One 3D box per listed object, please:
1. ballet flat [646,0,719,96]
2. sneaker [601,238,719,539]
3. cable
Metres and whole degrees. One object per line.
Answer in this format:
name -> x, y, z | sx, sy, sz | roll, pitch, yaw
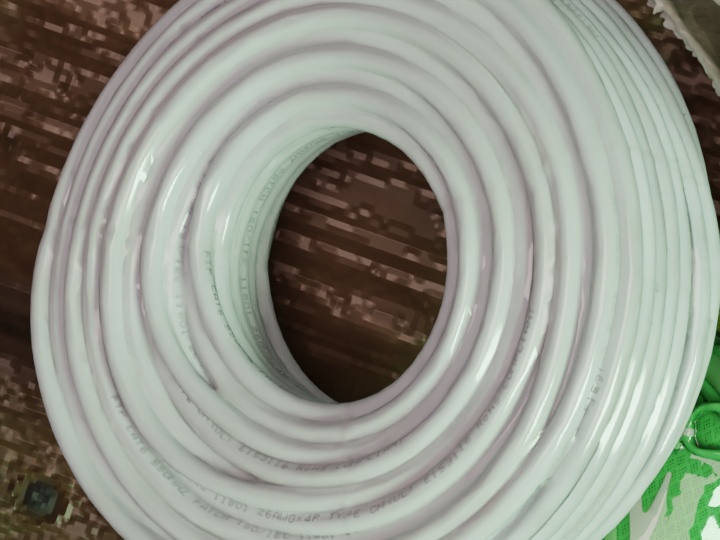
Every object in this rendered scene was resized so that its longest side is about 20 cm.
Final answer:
ballet flat -> 0.109, -0.064, 0.774 | 0.072, 0.072, 0.200 | -42, 44, 8
sneaker -> 0.116, 0.017, 0.813 | 0.074, 0.084, 0.200 | 33, 93, 10
cable -> 0.000, 0.000, 0.816 | 0.200, 0.069, 0.200 | -7, 80, 30
